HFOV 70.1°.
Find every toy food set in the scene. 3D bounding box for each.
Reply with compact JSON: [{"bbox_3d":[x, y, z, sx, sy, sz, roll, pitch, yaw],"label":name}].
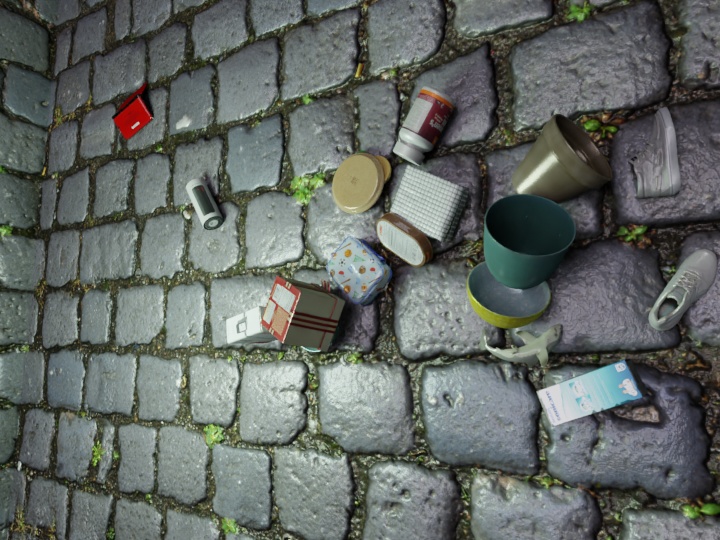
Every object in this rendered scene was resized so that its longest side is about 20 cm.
[{"bbox_3d":[-0.007,-0.275,1.605,0.197,0.049,0.202,22,95,33],"label":"toy food set"}]

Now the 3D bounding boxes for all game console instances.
[{"bbox_3d":[-1.013,-0.721,2.323,0.199,0.119,0.173,-25,102,27],"label":"game console"}]

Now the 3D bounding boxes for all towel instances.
[{"bbox_3d":[0.194,-0.185,1.445,0.199,0.085,0.167,29,106,36],"label":"towel"}]

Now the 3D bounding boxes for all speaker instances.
[{"bbox_3d":[-0.595,-0.254,1.956,0.081,0.081,0.201,-40,64,21],"label":"speaker"}]

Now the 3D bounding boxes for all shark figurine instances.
[{"bbox_3d":[0.394,0.208,1.270,0.213,0.090,0.129,-9,44,23],"label":"shark figurine"}]

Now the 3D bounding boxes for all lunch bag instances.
[{"bbox_3d":[0.000,0.000,1.547,0.161,0.075,0.200,-51,60,13],"label":"lunch bag"}]

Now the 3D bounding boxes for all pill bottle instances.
[{"bbox_3d":[0.179,-0.412,1.471,0.109,0.109,0.201,34,101,31],"label":"pill bottle"}]

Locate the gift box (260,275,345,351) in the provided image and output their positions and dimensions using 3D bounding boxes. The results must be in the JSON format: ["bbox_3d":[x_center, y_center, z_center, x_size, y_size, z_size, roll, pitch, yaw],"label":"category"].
[{"bbox_3d":[-0.168,0.116,1.534,0.200,0.186,0.186,35,104,51],"label":"gift box"}]

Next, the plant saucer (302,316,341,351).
[{"bbox_3d":[-0.134,0.157,1.631,0.198,0.036,0.202,-5,80,32],"label":"plant saucer"}]

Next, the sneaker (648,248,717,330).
[{"bbox_3d":[0.695,0.042,1.099,0.070,0.080,0.201,36,101,32],"label":"sneaker"}]

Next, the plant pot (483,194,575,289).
[{"bbox_3d":[0.382,-0.053,1.210,0.198,0.162,0.202,-1,49,1],"label":"plant pot"}]

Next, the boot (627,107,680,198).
[{"bbox_3d":[0.660,-0.265,1.166,0.095,0.073,0.202,-6,81,24],"label":"boot"}]

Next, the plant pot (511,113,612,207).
[{"bbox_3d":[0.468,-0.242,1.235,0.173,0.199,0.201,-43,62,39],"label":"plant pot"}]

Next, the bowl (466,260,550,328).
[{"bbox_3d":[0.358,0.077,1.275,0.200,0.200,0.108,35,144,31],"label":"bowl"}]

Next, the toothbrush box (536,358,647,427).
[{"bbox_3d":[0.515,0.271,1.140,0.199,0.146,0.086,-31,68,26],"label":"toothbrush box"}]

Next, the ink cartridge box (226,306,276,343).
[{"bbox_3d":[-0.318,0.179,1.655,0.199,0.144,0.084,-22,69,42],"label":"ink cartridge box"}]

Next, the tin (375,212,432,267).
[{"bbox_3d":[0.121,-0.087,1.465,0.200,0.042,0.113,37,142,31],"label":"tin"}]
